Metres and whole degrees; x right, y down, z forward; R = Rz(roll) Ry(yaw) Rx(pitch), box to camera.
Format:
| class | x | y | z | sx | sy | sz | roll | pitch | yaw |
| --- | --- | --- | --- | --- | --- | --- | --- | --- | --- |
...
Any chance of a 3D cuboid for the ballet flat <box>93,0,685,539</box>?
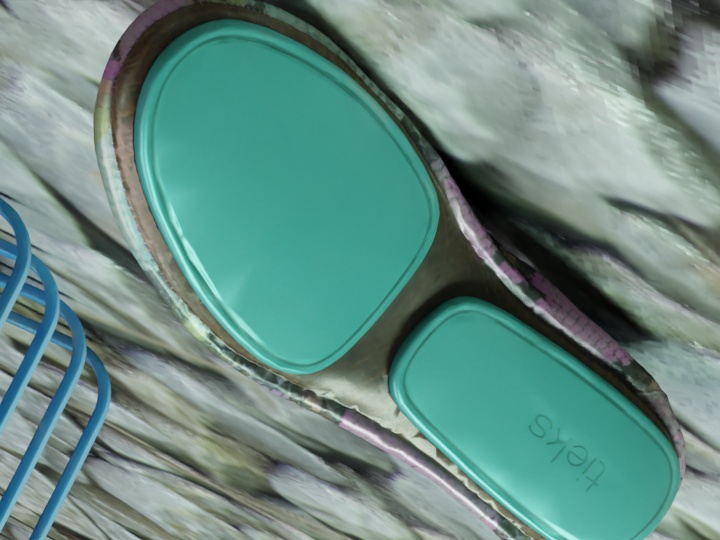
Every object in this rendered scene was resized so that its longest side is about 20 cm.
| class | x | y | z | sx | sy | sz | roll | pitch | yaw |
| --- | --- | --- | --- | --- | --- | --- | --- | --- | --- |
| ballet flat | 0.000 | 0.000 | 0.694 | 0.200 | 0.069 | 0.071 | 40 | -179 | -35 |

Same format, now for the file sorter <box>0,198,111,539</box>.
| class | x | y | z | sx | sy | sz | roll | pitch | yaw |
| --- | --- | --- | --- | --- | --- | --- | --- | --- | --- |
| file sorter | -0.171 | 0.033 | 0.971 | 0.123 | 0.139 | 0.200 | 22 | 164 | 14 |
